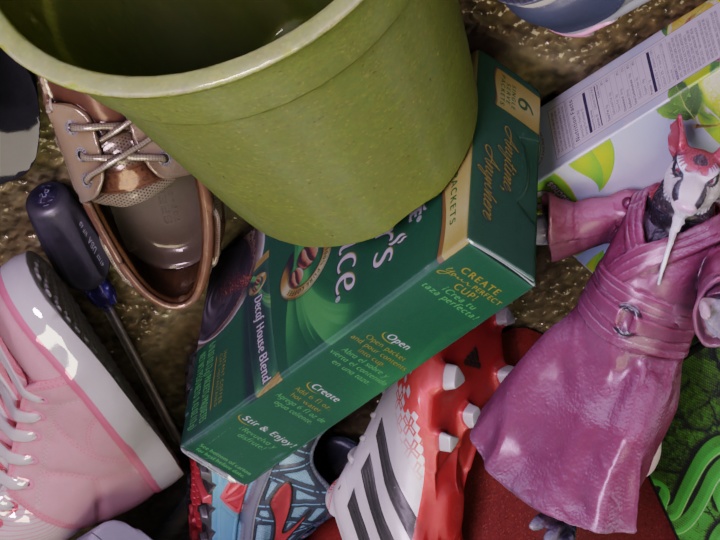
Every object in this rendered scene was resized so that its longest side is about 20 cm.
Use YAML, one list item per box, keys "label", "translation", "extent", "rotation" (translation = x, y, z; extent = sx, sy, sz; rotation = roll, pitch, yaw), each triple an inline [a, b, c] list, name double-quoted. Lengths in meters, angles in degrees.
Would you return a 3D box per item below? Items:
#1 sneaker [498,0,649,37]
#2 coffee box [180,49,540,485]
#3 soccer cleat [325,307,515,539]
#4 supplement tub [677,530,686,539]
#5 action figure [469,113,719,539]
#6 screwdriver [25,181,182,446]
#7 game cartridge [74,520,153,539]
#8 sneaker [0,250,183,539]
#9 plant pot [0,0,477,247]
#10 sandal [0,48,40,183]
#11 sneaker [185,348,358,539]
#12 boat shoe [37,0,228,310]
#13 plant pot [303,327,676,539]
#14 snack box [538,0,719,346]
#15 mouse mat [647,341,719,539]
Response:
- label: "sneaker"
  translation: [0.146, -0.168, 1.130]
  extent: [0.199, 0.071, 0.082]
  rotation: [-29, 153, 19]
- label: "coffee box"
  translation: [0.000, 0.000, 1.205]
  extent: [0.044, 0.124, 0.200]
  rotation: [33, 132, -26]
- label: "soccer cleat"
  translation: [0.023, 0.091, 1.309]
  extent: [0.085, 0.202, 0.068]
  rotation: [7, -178, 37]
- label: "supplement tub"
  translation: [0.271, 0.110, 1.321]
  extent: [0.199, 0.146, 0.146]
  rotation: [-14, 141, -31]
- label: "action figure"
  translation: [0.131, 0.025, 1.207]
  extent: [0.148, 0.134, 0.201]
  rotation: [-1, 120, -55]
- label: "screwdriver"
  translation: [-0.119, 0.024, 1.305]
  extent: [0.028, 0.029, 0.200]
  rotation: [-16, 142, 7]
- label: "game cartridge"
  translation: [-0.071, 0.202, 1.342]
  extent: [0.200, 0.041, 0.133]
  rotation: [40, 156, -6]
- label: "sneaker"
  translation: [-0.158, 0.074, 1.271]
  extent: [0.104, 0.076, 0.201]
  rotation: [-30, 150, -4]
- label: "plant pot"
  translation: [-0.035, -0.106, 1.085]
  extent: [0.199, 0.201, 0.190]
  rotation: [-18, 146, 9]
- label: "sandal"
  translation: [-0.194, -0.105, 1.144]
  extent: [0.076, 0.043, 0.201]
  rotation: [-15, 135, 6]
- label: "sneaker"
  translation: [-0.040, 0.121, 1.368]
  extent: [0.095, 0.080, 0.201]
  rotation: [-4, 135, -7]
- label: "boat shoe"
  translation: [-0.100, -0.062, 1.180]
  extent: [0.075, 0.072, 0.201]
  rotation: [-16, 135, 7]
- label: "plant pot"
  translation: [0.103, 0.185, 1.383]
  extent: [0.199, 0.177, 0.200]
  rotation: [26, 126, -30]
- label: "snack box"
  translation: [0.181, -0.032, 1.266]
  extent: [0.142, 0.053, 0.200]
  rotation: [-31, 131, 24]
- label: "mouse mat"
  translation: [0.194, 0.102, 1.224]
  extent: [0.007, 0.162, 0.200]
  rotation: [-20, 170, -27]
